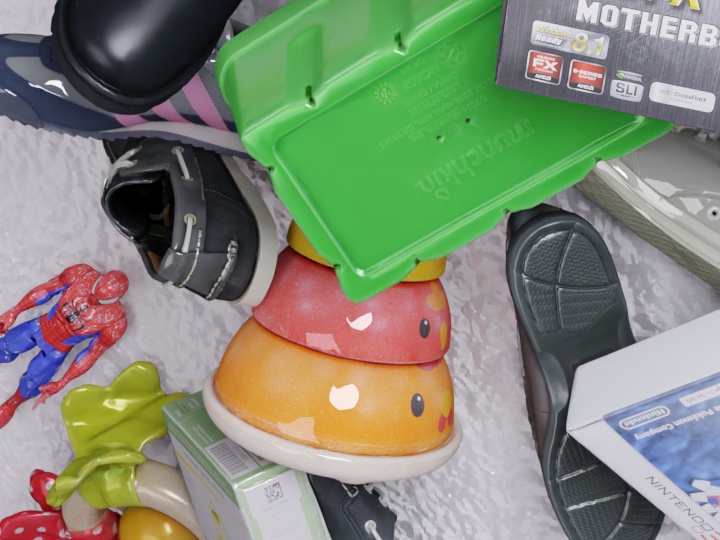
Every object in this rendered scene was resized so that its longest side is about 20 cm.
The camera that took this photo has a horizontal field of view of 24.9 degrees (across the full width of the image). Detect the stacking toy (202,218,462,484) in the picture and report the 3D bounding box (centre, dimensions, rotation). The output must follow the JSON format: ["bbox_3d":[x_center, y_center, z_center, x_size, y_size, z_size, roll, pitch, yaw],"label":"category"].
[{"bbox_3d":[0.000,0.000,0.873,0.146,0.146,0.201,19,108,26],"label":"stacking toy"}]

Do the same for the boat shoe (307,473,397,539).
[{"bbox_3d":[-0.005,0.163,0.990,0.201,0.060,0.076,69,164,-9],"label":"boat shoe"}]

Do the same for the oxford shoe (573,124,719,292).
[{"bbox_3d":[0.149,-0.044,0.778,0.200,0.075,0.058,37,88,24],"label":"oxford shoe"}]

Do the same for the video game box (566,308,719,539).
[{"bbox_3d":[0.227,0.079,0.744,0.182,0.047,0.200,37,137,-26],"label":"video game box"}]

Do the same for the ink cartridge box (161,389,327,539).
[{"bbox_3d":[-0.049,0.180,0.964,0.145,0.048,0.201,30,138,63],"label":"ink cartridge box"}]

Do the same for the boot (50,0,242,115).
[{"bbox_3d":[-0.052,-0.179,0.741,0.076,0.200,0.168,40,145,-8],"label":"boot"}]

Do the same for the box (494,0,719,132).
[{"bbox_3d":[0.156,-0.124,0.561,0.199,0.048,0.159,14,120,13],"label":"box"}]

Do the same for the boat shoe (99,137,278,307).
[{"bbox_3d":[-0.112,-0.050,0.901,0.200,0.067,0.072,52,133,49],"label":"boat shoe"}]

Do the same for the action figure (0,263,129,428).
[{"bbox_3d":[-0.211,0.050,1.085,0.200,0.052,0.066,-37,87,39],"label":"action figure"}]

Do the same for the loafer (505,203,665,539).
[{"bbox_3d":[0.117,0.056,0.857,0.071,0.063,0.201,-16,110,-4],"label":"loafer"}]

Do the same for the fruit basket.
[{"bbox_3d":[0.041,-0.104,0.744,0.215,0.216,0.156,-19,113,40],"label":"fruit basket"}]

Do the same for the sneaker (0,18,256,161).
[{"bbox_3d":[-0.106,-0.114,0.857,0.070,0.199,0.082,-108,30,-47],"label":"sneaker"}]

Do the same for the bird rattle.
[{"bbox_3d":[-0.155,0.170,1.077,0.162,0.113,0.200,27,131,0],"label":"bird rattle"}]
